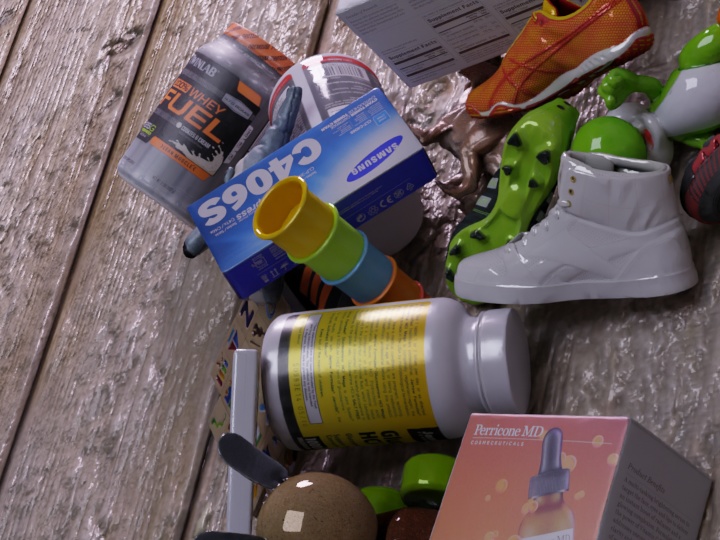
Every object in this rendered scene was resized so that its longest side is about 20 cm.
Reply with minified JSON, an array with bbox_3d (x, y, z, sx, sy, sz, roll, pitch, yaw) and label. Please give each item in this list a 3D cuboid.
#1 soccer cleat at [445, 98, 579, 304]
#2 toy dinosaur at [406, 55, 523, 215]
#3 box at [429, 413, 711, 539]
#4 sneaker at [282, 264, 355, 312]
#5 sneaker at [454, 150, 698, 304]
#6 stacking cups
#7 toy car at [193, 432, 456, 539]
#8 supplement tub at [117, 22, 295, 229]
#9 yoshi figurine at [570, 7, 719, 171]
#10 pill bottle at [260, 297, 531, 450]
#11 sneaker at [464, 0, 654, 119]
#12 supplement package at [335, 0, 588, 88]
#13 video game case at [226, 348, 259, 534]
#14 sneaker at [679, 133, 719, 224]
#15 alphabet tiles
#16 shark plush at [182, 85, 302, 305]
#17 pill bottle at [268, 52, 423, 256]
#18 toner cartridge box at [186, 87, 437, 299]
[{"bbox_3d":[0.129,-0.053,1.424,0.081,0.067,0.200,-39,-20,-48],"label":"soccer cleat"},{"bbox_3d":[0.113,-0.125,1.517,0.135,0.086,0.200,-42,43,4],"label":"toy dinosaur"},{"bbox_3d":[0.132,0.211,1.198,0.152,0.106,0.201,-4,59,47],"label":"box"},{"bbox_3d":[-0.018,0.025,1.553,0.090,0.070,0.201,-36,45,18],"label":"sneaker"},{"bbox_3d":[0.157,-0.037,1.337,0.199,0.116,0.074,-5,17,29],"label":"sneaker"},{"bbox_3d":[0.000,0.000,1.436,0.060,0.200,0.061,-32,38,29],"label":"stacking cups"},{"bbox_3d":[-0.033,0.206,1.288,0.158,0.199,0.165,-38,34,49],"label":"toy car"},{"bbox_3d":[-0.151,-0.149,1.793,0.200,0.122,0.122,-56,36,-2],"label":"supplement tub"},{"bbox_3d":[0.241,-0.119,1.347,0.200,0.112,0.113,-38,46,27],"label":"yoshi figurine"},{"bbox_3d":[0.030,0.082,1.376,0.199,0.113,0.113,-6,54,18],"label":"pill bottle"},{"bbox_3d":[0.157,-0.178,1.405,0.200,0.073,0.077,-28,83,45],"label":"sneaker"},{"bbox_3d":[0.101,-0.274,1.486,0.199,0.111,0.156,-15,46,40],"label":"supplement package"},{"bbox_3d":[-0.097,0.176,1.413,0.182,0.023,0.201,112,159,-78],"label":"video game case"},{"bbox_3d":[0.320,-0.077,1.251,0.200,0.071,0.098,-28,41,29],"label":"sneaker"},{"bbox_3d":[-0.087,0.114,1.545,0.167,0.006,0.200,-65,34,25],"label":"alphabet tiles"},{"bbox_3d":[-0.076,-0.064,1.559,0.083,0.091,0.201,2,61,43],"label":"shark plush"},{"bbox_3d":[-0.013,-0.105,1.608,0.116,0.116,0.200,-41,38,17],"label":"pill bottle"},{"bbox_3d":[-0.043,-0.067,1.480,0.200,0.043,0.095,-33,49,-1],"label":"toner cartridge box"}]
